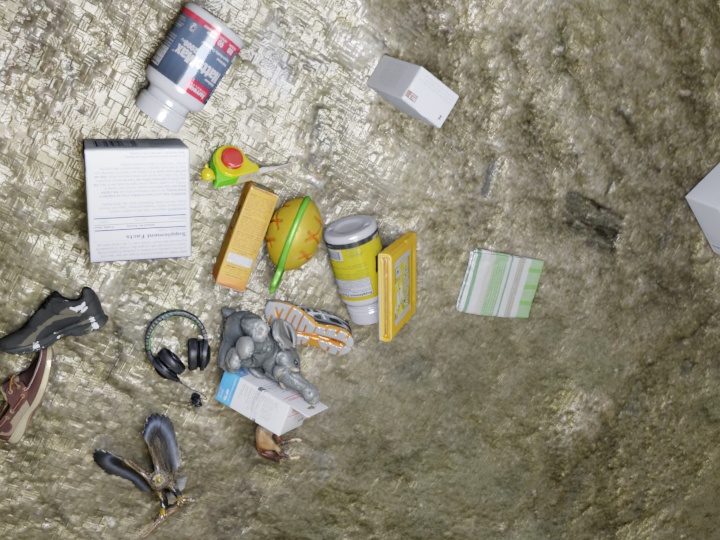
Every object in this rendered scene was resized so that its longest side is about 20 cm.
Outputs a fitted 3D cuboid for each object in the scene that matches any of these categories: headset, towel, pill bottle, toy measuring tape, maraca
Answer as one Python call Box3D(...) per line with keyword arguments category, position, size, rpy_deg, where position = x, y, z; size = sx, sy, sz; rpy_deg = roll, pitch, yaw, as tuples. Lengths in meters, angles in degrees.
Box3D(category="headset", position=(-0.354, 0.176, 1.632), size=(0.121, 0.094, 0.204), rpy_deg=(-19, 99, -10))
Box3D(category="towel", position=(0.319, 0.032, 1.875), size=(0.196, 0.031, 0.152), rpy_deg=(7, 107, -27))
Box3D(category="pill bottle", position=(-0.303, -0.349, 1.430), size=(0.119, 0.120, 0.202), rpy_deg=(31, 95, -28))
Box3D(category="toy measuring tape", position=(-0.217, -0.209, 1.554), size=(0.197, 0.073, 0.075), rpy_deg=(-20, 116, -33))
Box3D(category="pill bottle", position=(0.000, 0.000, 1.679), size=(0.112, 0.114, 0.204), rpy_deg=(-21, 115, -14))
Box3D(category="maraca", position=(-0.137, -0.051, 1.599), size=(0.105, 0.137, 0.203), rpy_deg=(23, 106, 1))

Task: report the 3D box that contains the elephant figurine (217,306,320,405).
Box3D(category="elephant figurine", position=(-0.178, 0.168, 1.629), size=(0.198, 0.140, 0.158), rpy_deg=(26, 65, -35))

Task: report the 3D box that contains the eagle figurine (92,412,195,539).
Box3D(category="eagle figurine", position=(-0.422, 0.405, 1.658), size=(0.202, 0.150, 0.151), rpy_deg=(56, 38, 1))

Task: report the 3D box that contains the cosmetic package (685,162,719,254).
Box3D(category="cosmetic package", position=(0.936, -0.164, 2.003), size=(0.199, 0.123, 0.201), rpy_deg=(-42, 119, -3))

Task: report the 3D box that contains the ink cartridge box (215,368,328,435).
Box3D(category="ink cartridge box", position=(-0.176, 0.264, 1.639), size=(0.197, 0.116, 0.069), rpy_deg=(26, 99, 18))

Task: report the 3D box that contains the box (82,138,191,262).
Box3D(category="box", position=(-0.401, -0.129, 1.474), size=(0.180, 0.105, 0.205), rpy_deg=(-4, 109, -21))

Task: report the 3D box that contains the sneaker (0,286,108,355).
Box3D(category="sneaker", position=(-0.571, 0.090, 1.508), size=(0.197, 0.076, 0.093), rpy_deg=(-22, 106, -22))

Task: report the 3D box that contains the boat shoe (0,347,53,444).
Box3D(category="boat shoe", position=(-0.634, 0.228, 1.523), size=(0.071, 0.072, 0.202), rpy_deg=(23, 104, -28))

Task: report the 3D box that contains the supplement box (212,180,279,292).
Box3D(category="supplement box", position=(-0.223, -0.067, 1.588), size=(0.068, 0.067, 0.204), rpy_deg=(16, 102, -21))

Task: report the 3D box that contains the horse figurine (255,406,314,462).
Box3D(category="horse figurine", position=(-0.176, 0.330, 1.754), size=(0.130, 0.050, 0.204), rpy_deg=(16, 108, -13))

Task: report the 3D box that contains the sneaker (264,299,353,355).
Box3D(category="sneaker", position=(-0.106, 0.110, 1.700), size=(0.197, 0.078, 0.079), rpy_deg=(25, 118, -9))

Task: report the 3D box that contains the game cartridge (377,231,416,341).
Box3D(category="game cartridge", position=(0.080, 0.029, 1.685), size=(0.032, 0.200, 0.181), rpy_deg=(5, 107, 20))

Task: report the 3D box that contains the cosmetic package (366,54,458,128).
Box3D(category="cosmetic package", position=(0.095, -0.342, 1.549), size=(0.101, 0.200, 0.075), rpy_deg=(31, 95, -28))
